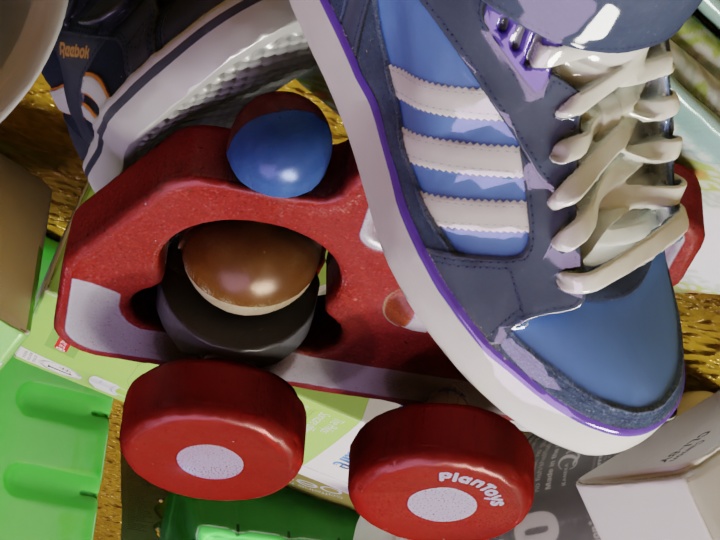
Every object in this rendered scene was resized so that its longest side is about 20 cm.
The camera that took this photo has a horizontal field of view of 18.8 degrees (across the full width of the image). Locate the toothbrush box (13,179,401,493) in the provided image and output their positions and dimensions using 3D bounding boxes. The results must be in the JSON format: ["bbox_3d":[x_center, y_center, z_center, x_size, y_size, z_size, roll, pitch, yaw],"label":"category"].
[{"bbox_3d":[-0.057,0.029,1.064,0.199,0.086,0.146,24,161,-7],"label":"toothbrush box"}]

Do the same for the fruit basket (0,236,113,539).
[{"bbox_3d":[-0.245,0.070,1.198,0.215,0.216,0.155,26,161,-16],"label":"fruit basket"}]

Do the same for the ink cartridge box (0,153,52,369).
[{"bbox_3d":[-0.241,0.041,1.043,0.084,0.200,0.146,34,-158,-21],"label":"ink cartridge box"}]

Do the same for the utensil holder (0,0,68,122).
[{"bbox_3d":[-0.209,-0.100,0.747,0.170,0.170,0.200,28,163,-21],"label":"utensil holder"}]

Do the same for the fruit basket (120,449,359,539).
[{"bbox_3d":[-0.055,0.155,1.303,0.185,0.094,0.200,9,-171,-9],"label":"fruit basket"}]

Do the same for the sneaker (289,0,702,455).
[{"bbox_3d":[0.065,-0.052,0.598,0.146,0.080,0.200,-27,91,52],"label":"sneaker"}]

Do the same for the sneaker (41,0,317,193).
[{"bbox_3d":[-0.068,-0.082,0.742,0.080,0.078,0.200,65,156,2],"label":"sneaker"}]

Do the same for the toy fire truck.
[{"bbox_3d":[0.000,0.000,0.744,0.199,0.112,0.168,11,144,-7],"label":"toy fire truck"}]

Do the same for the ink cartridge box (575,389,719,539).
[{"bbox_3d":[0.197,0.135,0.864,0.083,0.145,0.201,-16,101,62],"label":"ink cartridge box"}]

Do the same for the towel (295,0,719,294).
[{"bbox_3d":[0.087,-0.048,0.759,0.200,0.048,0.171,35,160,-36],"label":"towel"}]

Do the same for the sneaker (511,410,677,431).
[{"bbox_3d":[0.086,0.035,0.930,0.080,0.074,0.200,5,177,20],"label":"sneaker"}]

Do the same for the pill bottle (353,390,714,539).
[{"bbox_3d":[0.100,0.133,1.072,0.200,0.113,0.113,-19,139,39],"label":"pill bottle"}]

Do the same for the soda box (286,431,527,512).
[{"bbox_3d":[0.001,0.096,1.216,0.199,0.068,0.064,19,161,8],"label":"soda box"}]
